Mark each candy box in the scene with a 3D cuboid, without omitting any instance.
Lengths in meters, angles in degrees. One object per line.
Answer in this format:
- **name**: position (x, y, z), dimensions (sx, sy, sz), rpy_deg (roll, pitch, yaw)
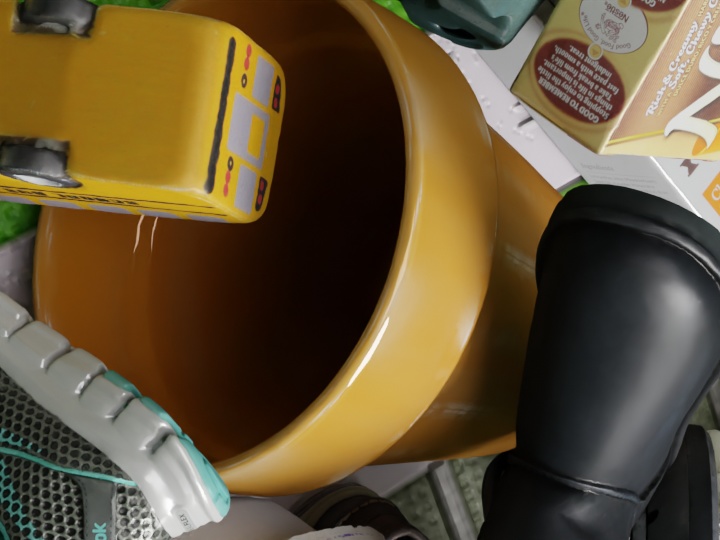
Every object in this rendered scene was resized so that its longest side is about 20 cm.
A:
- **candy box**: position (0.153, -0.141, 0.776), dimensions (0.115, 0.055, 0.200), rpy_deg (-2, 127, -55)

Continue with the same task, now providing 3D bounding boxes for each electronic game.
- **electronic game**: position (0.135, 0.166, 0.820), dimensions (0.042, 0.200, 0.200), rpy_deg (4, 95, 5)

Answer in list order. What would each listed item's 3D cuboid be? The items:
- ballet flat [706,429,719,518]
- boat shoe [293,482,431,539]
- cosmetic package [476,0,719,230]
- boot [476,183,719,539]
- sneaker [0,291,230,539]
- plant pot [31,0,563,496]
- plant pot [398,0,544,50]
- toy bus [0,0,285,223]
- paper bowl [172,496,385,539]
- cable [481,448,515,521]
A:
- **ballet flat**: position (0.210, 0.089, 0.994), dimensions (0.064, 0.076, 0.200), rpy_deg (38, 69, 3)
- **boat shoe**: position (0.021, 0.195, 0.876), dimensions (0.074, 0.073, 0.200), rpy_deg (-30, 110, -25)
- **cosmetic package**: position (0.143, -0.093, 0.918), dimensions (0.200, 0.071, 0.101), rpy_deg (45, 73, -27)
- **boot**: position (0.075, 0.087, 0.684), dimensions (0.200, 0.076, 0.168), rpy_deg (88, 23, -58)
- **sneaker**: position (-0.144, 0.053, 0.680), dimensions (0.091, 0.200, 0.078), rpy_deg (-49, 150, -15)
- **plant pot**: position (0.000, 0.000, 0.785), dimensions (0.183, 0.200, 0.201), rpy_deg (19, 86, -48)
- **plant pot**: position (0.053, -0.210, 0.788), dimensions (0.200, 0.200, 0.196), rpy_deg (36, 85, -30)
- **toy bus**: position (-0.135, -0.062, 0.697), dimensions (0.078, 0.200, 0.065), rpy_deg (28, 69, -69)
- **paper bowl**: position (-0.070, 0.166, 0.763), dimensions (0.200, 0.201, 0.104), rpy_deg (-20, 66, -28)
- **cable**: position (0.096, 0.152, 0.886), dimensions (0.163, 0.051, 0.200), rpy_deg (-49, 132, -62)
